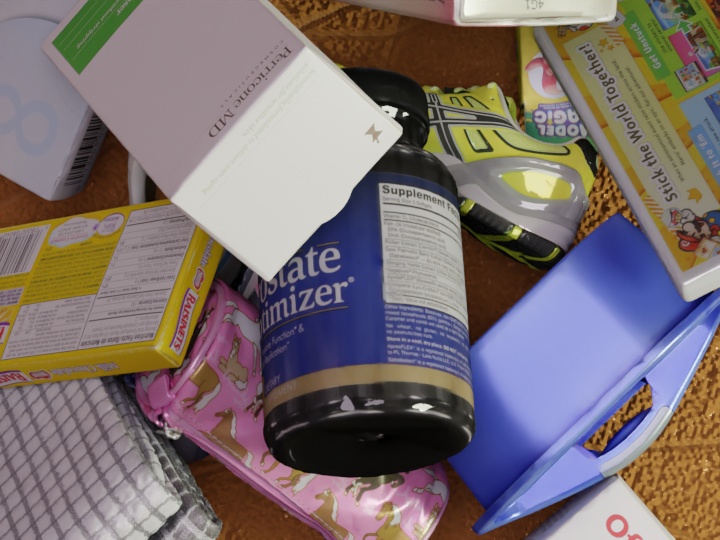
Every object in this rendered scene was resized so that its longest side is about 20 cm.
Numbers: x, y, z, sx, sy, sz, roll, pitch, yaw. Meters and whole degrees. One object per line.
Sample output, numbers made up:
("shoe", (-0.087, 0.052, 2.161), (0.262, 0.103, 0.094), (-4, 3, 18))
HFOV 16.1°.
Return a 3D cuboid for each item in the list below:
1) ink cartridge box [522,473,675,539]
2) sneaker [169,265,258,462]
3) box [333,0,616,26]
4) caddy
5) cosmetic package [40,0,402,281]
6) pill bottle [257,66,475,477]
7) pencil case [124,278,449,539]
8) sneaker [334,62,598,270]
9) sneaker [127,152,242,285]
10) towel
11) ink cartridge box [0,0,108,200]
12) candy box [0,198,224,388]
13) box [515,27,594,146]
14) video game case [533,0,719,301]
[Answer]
("ink cartridge box", (0.116, 0.231, 1.441), (0.200, 0.083, 0.147), (-41, 86, 0))
("sneaker", (-0.041, 0.033, 1.466), (0.082, 0.070, 0.201), (28, 95, -6))
("box", (0.042, -0.207, 1.386), (0.108, 0.200, 0.129), (-6, 103, -32))
("caddy", (0.122, 0.063, 1.421), (0.200, 0.141, 0.105), (-44, 83, 0))
("cosmetic package", (-0.076, -0.095, 1.330), (0.108, 0.200, 0.085), (-48, 127, 2))
("pill bottle", (0.000, 0.000, 1.351), (0.111, 0.112, 0.201), (-5, 67, 2))
("pencil case", (-0.037, 0.091, 1.415), (0.087, 0.083, 0.200), (-46, 120, 10))
("sneaker", (0.048, -0.075, 1.456), (0.199, 0.075, 0.077), (31, 81, 20))
("sneaker", (-0.100, -0.087, 1.467), (0.076, 0.081, 0.201), (-7, 86, 4))
("towel", (-0.175, 0.136, 1.415), (0.166, 0.200, 0.086), (-44, 126, 6))
("ink cartridge box", (-0.220, -0.156, 1.455), (0.199, 0.047, 0.161), (28, 107, 13))
("candy box", (-0.161, 0.015, 1.416), (0.199, 0.026, 0.103), (-8, 54, 40))
("box", (0.147, -0.168, 1.478), (0.117, 0.048, 0.201), (-2, 85, 2))
("video game case", (0.214, -0.100, 1.391), (0.181, 0.023, 0.201), (-26, 56, 1))
